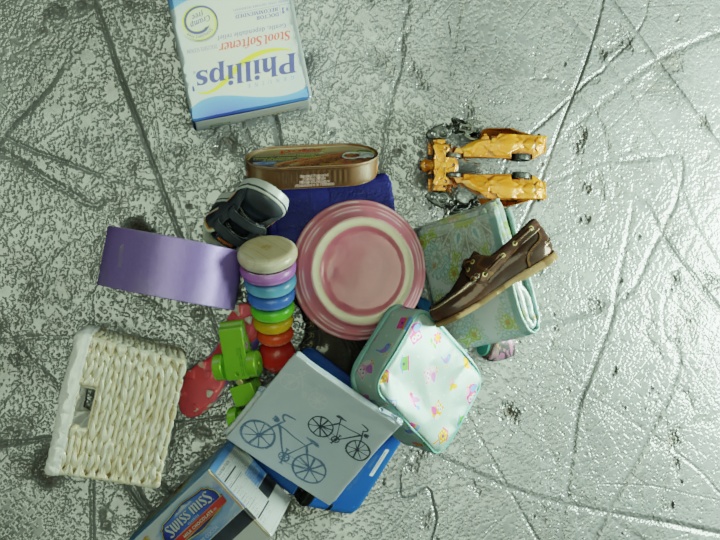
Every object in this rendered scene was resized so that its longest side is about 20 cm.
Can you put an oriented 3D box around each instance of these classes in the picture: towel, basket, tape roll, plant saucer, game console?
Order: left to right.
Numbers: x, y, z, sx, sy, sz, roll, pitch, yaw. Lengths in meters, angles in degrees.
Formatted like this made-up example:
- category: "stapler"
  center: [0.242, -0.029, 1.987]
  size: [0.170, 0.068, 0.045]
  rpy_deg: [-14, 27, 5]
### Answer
- category: "basket"
  center: [-0.343, 0.191, 1.632]
  size: [0.159, 0.200, 0.201]
  rpy_deg: [13, 88, -11]
- category: "tape roll"
  center: [-0.268, -0.003, 1.636]
  size: [0.197, 0.200, 0.086]
  rpy_deg: [11, 87, -5]
- category: "towel"
  center: [-0.044, -0.067, 1.713]
  size: [0.197, 0.050, 0.150]
  rpy_deg: [-5, 73, -10]
- category: "game console"
  center: [-0.043, 0.239, 1.711]
  size: [0.170, 0.118, 0.201]
  rpy_deg: [21, 107, -42]
- category: "plant saucer"
  center: [0.000, 0.000, 1.652]
  size: [0.197, 0.051, 0.204]
  rpy_deg: [0, 92, -10]
- category: "towel"
  center: [0.172, 0.009, 1.702]
  size: [0.048, 0.170, 0.203]
  rpy_deg: [-12, 87, -42]

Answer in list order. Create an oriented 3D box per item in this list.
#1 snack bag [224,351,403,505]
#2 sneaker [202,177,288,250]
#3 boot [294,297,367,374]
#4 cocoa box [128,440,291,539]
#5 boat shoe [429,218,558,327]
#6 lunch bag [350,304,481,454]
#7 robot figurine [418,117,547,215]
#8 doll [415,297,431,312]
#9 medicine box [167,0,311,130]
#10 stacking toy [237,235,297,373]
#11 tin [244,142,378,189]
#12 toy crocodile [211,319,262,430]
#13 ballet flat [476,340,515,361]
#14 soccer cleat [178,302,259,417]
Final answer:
- category: "snack bag"
  center: [-0.068, 0.217, 1.598]
  size: [0.187, 0.021, 0.201]
  rpy_deg: [34, 120, -8]
- category: "sneaker"
  center: [-0.167, -0.073, 1.644]
  size: [0.078, 0.199, 0.080]
  rpy_deg: [35, 70, -18]
- category: "boot"
  center: [-0.077, 0.109, 1.719]
  size: [0.198, 0.069, 0.176]
  rpy_deg: [29, 88, -4]
- category: "cocoa box"
  center: [-0.221, 0.365, 1.644]
  size: [0.200, 0.133, 0.131]
  rpy_deg: [-43, 93, 14]
- category: "boat shoe"
  center: [0.175, 0.002, 1.595]
  size: [0.199, 0.070, 0.071]
  rpy_deg: [-33, 99, -6]
- category: "lunch bag"
  center: [0.083, 0.153, 1.639]
  size: [0.200, 0.076, 0.162]
  rpy_deg: [48, 62, -38]
- category: "robot figurine"
  center: [0.184, -0.156, 1.751]
  size: [0.197, 0.058, 0.147]
  rpy_deg: [1, 89, -6]
- category: "doll"
  center: [0.071, 0.092, 1.726]
  size: [0.136, 0.048, 0.203]
  rpy_deg: [-27, 103, -33]
- category: "medicine box"
  center: [-0.178, -0.325, 1.698]
  size: [0.179, 0.103, 0.203]
  rpy_deg: [-12, 89, -5]
- category: "stacking toy"
  center: [-0.127, 0.056, 1.640]
  size: [0.084, 0.086, 0.203]
  rpy_deg: [-5, 120, -5]
- category: "tin"
  center: [-0.071, -0.155, 1.702]
  size: [0.197, 0.112, 0.042]
  rpy_deg: [-3, 117, -5]
- category: "toy crocodile"
  center: [-0.163, 0.168, 1.650]
  size: [0.067, 0.062, 0.203]
  rpy_deg: [-12, 99, 14]
- category: "ballet flat"
  center: [0.215, 0.037, 1.754]
  size: [0.070, 0.069, 0.203]
  rpy_deg: [-1, 94, -25]
- category: "soccer cleat"
  center: [-0.198, 0.136, 1.713]
  size: [0.066, 0.076, 0.201]
  rpy_deg: [37, 102, 29]
